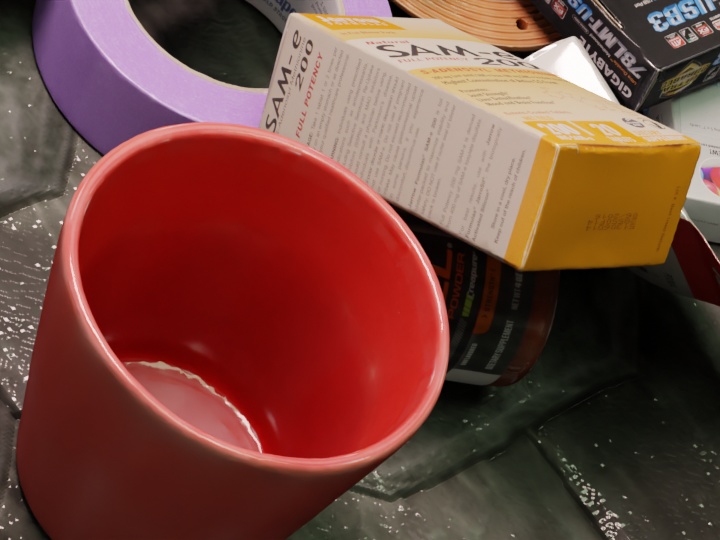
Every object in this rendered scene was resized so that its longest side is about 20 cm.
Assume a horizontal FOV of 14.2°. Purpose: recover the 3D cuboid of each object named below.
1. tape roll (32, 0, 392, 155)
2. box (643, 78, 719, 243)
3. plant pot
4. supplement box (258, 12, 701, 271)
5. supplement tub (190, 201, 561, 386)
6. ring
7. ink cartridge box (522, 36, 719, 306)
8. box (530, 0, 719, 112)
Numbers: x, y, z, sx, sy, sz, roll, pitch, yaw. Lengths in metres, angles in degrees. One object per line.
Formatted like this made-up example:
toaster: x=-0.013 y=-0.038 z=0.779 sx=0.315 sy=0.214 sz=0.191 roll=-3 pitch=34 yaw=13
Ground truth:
tape roll: x=-0.083 y=-0.137 z=1.650 sx=0.200 sy=0.066 sz=0.200 roll=13 pitch=51 yaw=-17
box: x=0.253 y=-0.100 z=1.807 sx=0.156 sy=0.041 sz=0.200 roll=11 pitch=50 yaw=-18
plant pot: x=-0.079 y=0.058 z=1.426 sx=0.200 sy=0.177 sz=0.201 roll=14 pitch=50 yaw=-17
supplement box: x=0.061 y=-0.071 z=1.528 sx=0.200 sy=0.074 sz=0.126 roll=29 pitch=21 yaw=37
supplement tub: x=0.000 y=0.000 z=1.559 sx=0.200 sy=0.107 sz=0.107 roll=9 pitch=52 yaw=-20
ring: x=0.072 y=-0.220 z=1.812 sx=0.200 sy=0.019 sz=0.201 roll=11 pitch=57 yaw=-17
ink cartridge box: x=0.163 y=-0.019 z=1.627 sx=0.050 sy=0.161 sz=0.200 roll=-29 pitch=67 yaw=4
box: x=0.185 y=-0.207 z=1.799 sx=0.200 sy=0.050 sz=0.199 roll=-25 pitch=66 yaw=-34
